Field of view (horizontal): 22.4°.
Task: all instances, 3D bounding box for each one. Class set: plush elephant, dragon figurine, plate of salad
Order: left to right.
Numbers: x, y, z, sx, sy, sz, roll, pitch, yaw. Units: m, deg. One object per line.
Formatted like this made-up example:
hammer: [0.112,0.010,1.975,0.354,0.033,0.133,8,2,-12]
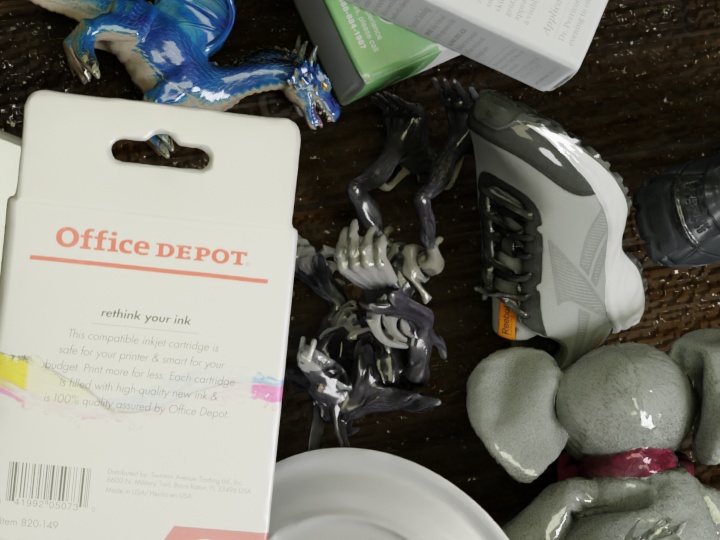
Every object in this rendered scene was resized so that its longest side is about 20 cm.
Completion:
dragon figurine: [-0.102,-0.129,0.956,0.200,0.059,0.100,43,79,-4]
plate of salad: [0.007,0.185,0.918,0.198,0.048,0.202,6,103,25]
plush elephant: [0.130,0.110,0.930,0.163,0.200,0.156,4,65,-2]

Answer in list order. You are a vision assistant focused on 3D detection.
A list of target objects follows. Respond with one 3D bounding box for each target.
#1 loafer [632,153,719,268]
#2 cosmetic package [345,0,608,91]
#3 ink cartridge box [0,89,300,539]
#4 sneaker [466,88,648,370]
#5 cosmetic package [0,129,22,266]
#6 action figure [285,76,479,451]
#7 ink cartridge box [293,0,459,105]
loafer: [0.226,-0.040,0.964,0.200,0.070,0.069,-12,84,-43]
cosmetic package: [0.030,-0.176,0.891,0.199,0.074,0.102,25,83,-5]
ink cartridge box: [-0.090,0.035,0.735,0.115,0.067,0.202,7,89,-8]
sneaker: [0.091,-0.012,0.918,0.079,0.201,0.074,-44,51,-14]
cosmetic package: [-0.160,0.013,0.860,0.198,0.200,0.124,22,81,-7]
action figure: [0.000,0.000,0.935,0.102,0.118,0.201,32,71,-39]
ink cartridge box: [0.054,-0.197,0.976,0.199,0.087,0.146,-25,90,-9]
